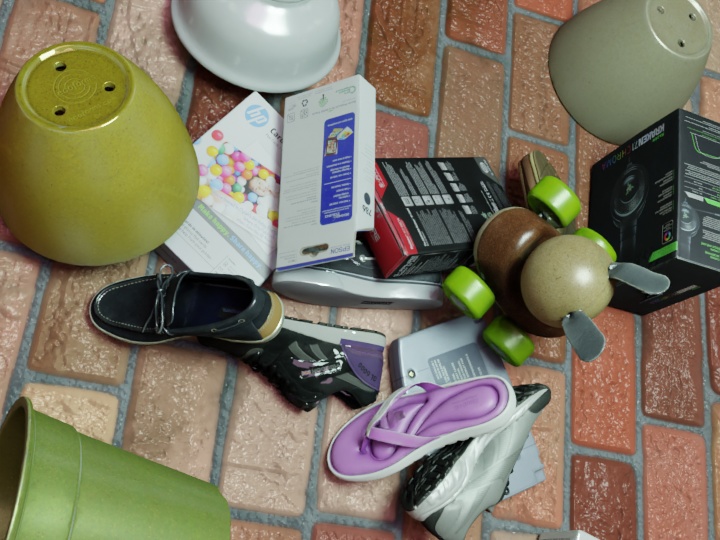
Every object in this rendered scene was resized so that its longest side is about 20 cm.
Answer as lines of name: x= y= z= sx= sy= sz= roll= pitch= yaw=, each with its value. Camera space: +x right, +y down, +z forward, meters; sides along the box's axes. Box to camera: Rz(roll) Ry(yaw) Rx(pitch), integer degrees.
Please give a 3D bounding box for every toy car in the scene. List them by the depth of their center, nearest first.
toy car: x=0.209 y=0.021 z=0.857 sx=0.164 sy=0.200 sz=0.158 roll=-46 pitch=117 yaw=-6

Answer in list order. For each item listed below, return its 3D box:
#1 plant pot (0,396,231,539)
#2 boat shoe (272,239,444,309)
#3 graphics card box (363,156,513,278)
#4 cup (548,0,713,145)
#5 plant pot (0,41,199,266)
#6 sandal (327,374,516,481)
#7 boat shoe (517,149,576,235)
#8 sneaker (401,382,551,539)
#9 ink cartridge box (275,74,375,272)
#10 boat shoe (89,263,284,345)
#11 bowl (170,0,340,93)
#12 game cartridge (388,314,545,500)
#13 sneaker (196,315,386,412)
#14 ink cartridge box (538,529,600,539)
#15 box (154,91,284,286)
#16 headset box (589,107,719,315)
plant pot: x=-0.218 y=0.225 z=0.724 sx=0.189 sy=0.200 sz=0.202 roll=19 pitch=66 yaw=-28
boat shoe: x=0.000 y=0.000 z=0.928 sx=0.199 sy=0.072 sz=0.068 roll=5 pitch=73 yaw=-22
graphics card box: x=0.085 y=-0.063 z=0.953 sx=0.199 sy=0.051 sz=0.126 roll=-8 pitch=62 yaw=-39
cup: x=0.368 y=-0.283 z=1.122 sx=0.199 sy=0.143 sz=0.202 roll=7 pitch=71 yaw=-20
plant pot: x=-0.252 y=-0.126 z=0.805 sx=0.198 sy=0.142 sz=0.201 roll=4 pitch=61 yaw=-7
sandal: x=0.053 y=0.145 z=0.863 sx=0.201 sy=0.050 sz=0.083 roll=-23 pitch=43 yaw=8
boat shoe: x=0.217 y=-0.041 z=1.021 sx=0.072 sy=0.067 sz=0.202 roll=-4 pitch=77 yaw=-56
sneaker: x=0.129 y=0.192 z=0.884 sx=0.200 sy=0.074 sz=0.079 roll=-44 pitch=101 yaw=-21
ink cartridge box: x=-0.035 y=-0.094 z=0.887 sx=0.039 sy=0.099 sz=0.202 roll=30 pitch=58 yaw=-53
boat shoe: x=-0.171 y=0.031 z=0.816 sx=0.198 sy=0.062 sz=0.075 roll=3 pitch=66 yaw=18
bowl: x=-0.104 y=-0.303 z=0.957 sx=0.200 sy=0.090 sz=0.202 roll=10 pitch=58 yaw=-17
game cartridge: x=0.110 y=0.155 z=0.940 sx=0.132 sy=0.042 sz=0.201 roll=-17 pitch=80 yaw=-20
sneaker: x=-0.068 y=0.096 z=0.872 sx=0.199 sy=0.076 sz=0.088 roll=9 pitch=76 yaw=-18
ink cartridge box: x=0.234 y=0.390 z=0.883 sx=0.144 sy=0.084 sz=0.201 roll=28 pitch=65 yaw=-10
box: x=-0.127 y=-0.072 z=0.921 sx=0.156 sy=0.041 sz=0.200 roll=45 pitch=62 yaw=-2
headset box: x=0.355 y=-0.056 z=1.027 sx=0.092 sy=0.174 sz=0.201 roll=15 pitch=70 yaw=-16
